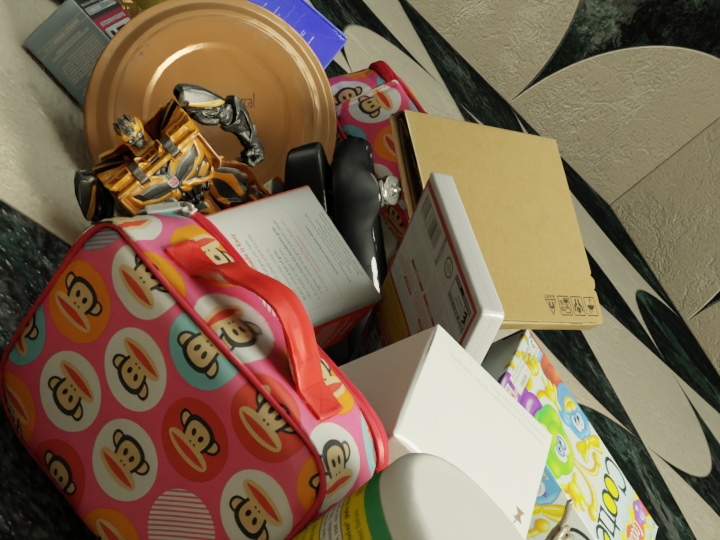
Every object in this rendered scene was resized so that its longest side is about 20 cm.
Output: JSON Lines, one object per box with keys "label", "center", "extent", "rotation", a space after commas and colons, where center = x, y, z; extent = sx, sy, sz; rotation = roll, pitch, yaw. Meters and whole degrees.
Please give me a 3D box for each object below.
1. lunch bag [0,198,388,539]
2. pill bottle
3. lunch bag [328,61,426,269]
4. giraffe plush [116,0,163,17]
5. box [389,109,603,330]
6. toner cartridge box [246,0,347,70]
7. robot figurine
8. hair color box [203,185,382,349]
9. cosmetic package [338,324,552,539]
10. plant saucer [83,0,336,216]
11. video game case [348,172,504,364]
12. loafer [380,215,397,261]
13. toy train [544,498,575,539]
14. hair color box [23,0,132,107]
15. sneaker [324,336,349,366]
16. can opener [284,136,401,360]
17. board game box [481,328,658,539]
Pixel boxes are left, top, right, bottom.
{"label": "lunch bag", "center": [-0.086, 0.067, 0.702], "extent": [0.200, 0.176, 0.082], "rotation": [48, 32, 17]}
{"label": "pill bottle", "center": [-0.017, 0.183, 0.623], "extent": [0.113, 0.200, 0.113], "rotation": [45, 17, -17]}
{"label": "lunch bag", "center": [0.033, -0.060, 1.170], "extent": [0.176, 0.082, 0.200], "rotation": [85, -21, -55]}
{"label": "giraffe plush", "center": [-0.188, -0.293, 1.302], "extent": [0.200, 0.162, 0.173], "rotation": [41, 18, -27]}
{"label": "box", "center": [0.108, -0.035, 1.047], "extent": [0.200, 0.021, 0.164], "rotation": [3, 69, -48]}
{"label": "toner cartridge box", "center": [-0.109, -0.141, 1.108], "extent": [0.095, 0.200, 0.043], "rotation": [40, -12, -10]}
{"label": "robot figurine", "center": [-0.111, -0.040, 0.985], "extent": [0.058, 0.145, 0.200], "rotation": [45, -4, 47]}
{"label": "hair color box", "center": [-0.091, 0.020, 0.886], "extent": [0.200, 0.061, 0.102], "rotation": [-19, 70, -43]}
{"label": "cosmetic package", "center": [-0.003, 0.121, 0.788], "extent": [0.108, 0.200, 0.085], "rotation": [45, 44, -22]}
{"label": "plant saucer", "center": [-0.114, -0.118, 1.065], "extent": [0.200, 0.200, 0.032], "rotation": [48, -15, -10]}
{"label": "video game case", "center": [0.032, 0.057, 0.884], "extent": [0.017, 0.200, 0.143], "rotation": [9, 36, -20]}
{"label": "loafer", "center": [-0.027, -0.024, 1.120], "extent": [0.200, 0.070, 0.070], "rotation": [-6, -64, 58]}
{"label": "toy train", "center": [0.107, 0.249, 0.863], "extent": [0.084, 0.200, 0.116], "rotation": [4, 46, -17]}
{"label": "hair color box", "center": [-0.185, -0.146, 1.167], "extent": [0.200, 0.061, 0.099], "rotation": [48, 16, -10]}
{"label": "sneaker", "center": [0.029, 0.092, 1.190], "extent": [0.200, 0.084, 0.121], "rotation": [54, 22, 5]}
{"label": "can opener", "center": [0.000, 0.000, 1.000], "extent": [0.063, 0.078, 0.200], "rotation": [-40, 121, -64]}
{"label": "board game box", "center": [0.130, 0.165, 1.052], "extent": [0.200, 0.103, 0.105], "rotation": [56, 30, -11]}
